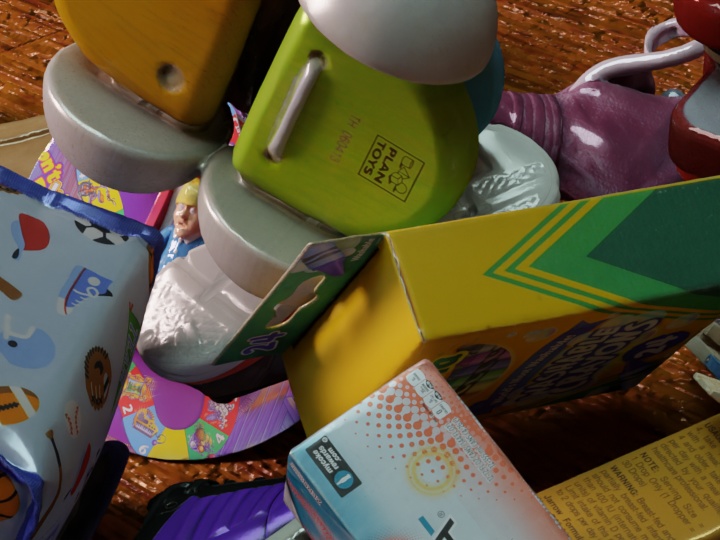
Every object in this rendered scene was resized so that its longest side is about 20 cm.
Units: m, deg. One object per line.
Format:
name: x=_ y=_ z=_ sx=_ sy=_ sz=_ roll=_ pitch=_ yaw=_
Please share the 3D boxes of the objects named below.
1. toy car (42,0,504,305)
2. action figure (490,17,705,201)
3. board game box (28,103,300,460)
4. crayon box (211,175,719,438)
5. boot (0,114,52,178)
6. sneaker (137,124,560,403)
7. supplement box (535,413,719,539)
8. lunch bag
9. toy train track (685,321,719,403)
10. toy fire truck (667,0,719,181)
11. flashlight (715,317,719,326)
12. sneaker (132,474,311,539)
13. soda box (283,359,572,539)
toy car: x=-0.025 y=-0.099 z=1.062 sx=0.200 sy=0.175 sz=0.150 roll=35 pitch=35 yaw=12
action figure: x=0.083 y=-0.062 z=1.203 sx=0.200 sy=0.149 sz=0.134 roll=9 pitch=4 yaw=-17
board game box: x=-0.087 y=-0.012 z=1.192 sx=0.158 sy=0.039 sz=0.200 roll=-24 pitch=71 yaw=15
crayon box: x=0.053 y=0.021 z=1.055 sx=0.200 sy=0.126 sz=0.052 roll=-9 pitch=70 yaw=-26
boot: x=-0.172 y=-0.074 z=1.394 sx=0.200 sy=0.066 sz=0.175 roll=-12 pitch=47 yaw=3
sneaker: x=0.000 y=0.000 z=1.131 sx=0.200 sy=0.082 sz=0.077 roll=-23 pitch=57 yaw=11
supplement box: x=0.082 y=0.132 z=1.018 sx=0.200 sy=0.067 sz=0.069 roll=-24 pitch=36 yaw=-13
lunch bag: x=-0.169 y=0.084 z=1.072 sx=0.124 sy=0.200 sz=0.170 roll=24 pitch=40 yaw=-1
toy train track: x=0.181 y=0.054 z=1.072 sx=0.033 sy=0.115 sz=0.200 roll=-51 pitch=19 yaw=6
toy fire truck: x=0.236 y=-0.095 z=1.133 sx=0.168 sy=0.112 sz=0.200 roll=22 pitch=48 yaw=28
flashlight: x=0.224 y=-0.039 z=1.213 sx=0.068 sy=0.068 sz=0.200 roll=33 pitch=52 yaw=3
sneaker: x=-0.041 y=0.113 z=1.084 sx=0.200 sy=0.070 sz=0.100 roll=-27 pitch=35 yaw=-19
soda box: x=0.055 y=0.135 z=0.937 sx=0.068 sy=0.064 sz=0.200 roll=-33 pitch=73 yaw=-16
